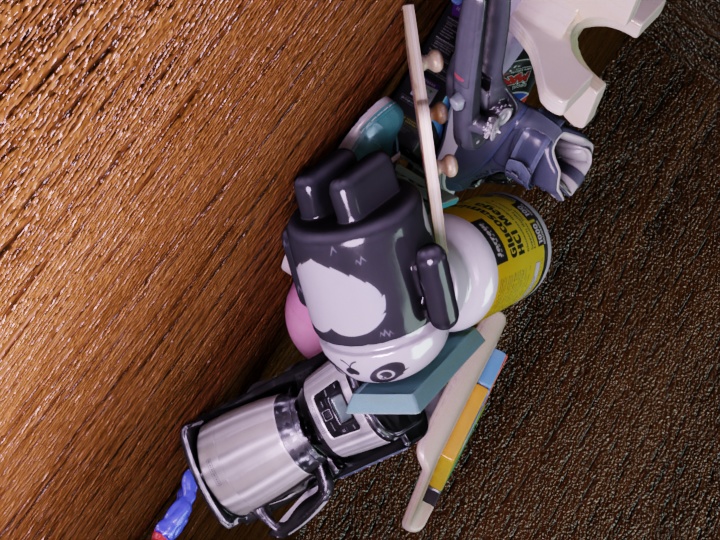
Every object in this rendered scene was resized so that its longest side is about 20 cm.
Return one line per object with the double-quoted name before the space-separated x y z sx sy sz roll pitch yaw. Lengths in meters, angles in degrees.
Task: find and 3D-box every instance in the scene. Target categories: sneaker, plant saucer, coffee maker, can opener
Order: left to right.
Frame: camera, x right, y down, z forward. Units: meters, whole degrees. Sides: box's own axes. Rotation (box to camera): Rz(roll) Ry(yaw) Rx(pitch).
"coffee maker" -0.047 0.139 1.615 0.199 0.135 0.192 -27 -162 19
"sneaker" 0.003 -0.062 1.545 0.201 0.080 0.071 -63 169 28
"plant saucer" 0.052 0.088 1.529 0.200 0.069 0.019 -40 124 -63
"can opener" 0.100 -0.178 1.458 0.063 0.078 0.201 -46 159 -23
"sneaker" 0.152 -0.108 1.696 0.077 0.145 0.203 -59 173 -20

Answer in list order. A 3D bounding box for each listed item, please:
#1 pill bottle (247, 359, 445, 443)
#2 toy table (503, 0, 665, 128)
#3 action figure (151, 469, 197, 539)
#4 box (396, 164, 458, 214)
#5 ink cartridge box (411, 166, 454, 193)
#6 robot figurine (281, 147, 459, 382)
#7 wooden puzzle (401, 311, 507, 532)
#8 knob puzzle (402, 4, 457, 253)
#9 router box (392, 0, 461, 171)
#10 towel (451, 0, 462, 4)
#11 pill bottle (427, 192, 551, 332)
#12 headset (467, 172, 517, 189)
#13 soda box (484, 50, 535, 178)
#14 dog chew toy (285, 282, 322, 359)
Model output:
"pill bottle" -0.018 0.142 1.794 0.198 0.115 0.114 -16 -164 28
"toy table" 0.183 -0.223 1.529 0.184 0.117 0.200 -48 165 -23
"action figure" -0.174 0.277 1.720 0.200 0.099 0.065 -50 169 -37
"box" 0.047 -0.071 1.807 0.049 0.082 0.200 -62 172 10
"ink cartridge box" 0.084 -0.096 2.124 0.200 0.043 0.199 -48 168 -51
"robot figurine" 0.006 -0.001 1.452 0.150 0.124 0.202 -116 -170 -65
"wooden puzzle" 0.100 0.158 1.719 0.186 0.037 0.201 -60 167 -27
"knob puzzle" 0.067 -0.114 1.487 0.220 0.030 0.222 -8 90 -89
"router box" 0.083 -0.181 1.711 0.150 0.051 0.200 -59 172 2
"towel" 0.121 -0.318 1.420 0.201 0.048 0.112 -59 172 2
"pill bottle" 0.097 -0.005 1.611 0.200 0.112 0.113 -23 146 -59
"headset" 0.157 -0.171 2.037 0.201 0.093 0.124 -93 171 -48
"soda box" 0.139 -0.197 1.886 0.063 0.071 0.201 -4 137 -31
"dog chew toy" 0.000 0.000 1.676 0.125 0.124 0.201 -44 156 -62
